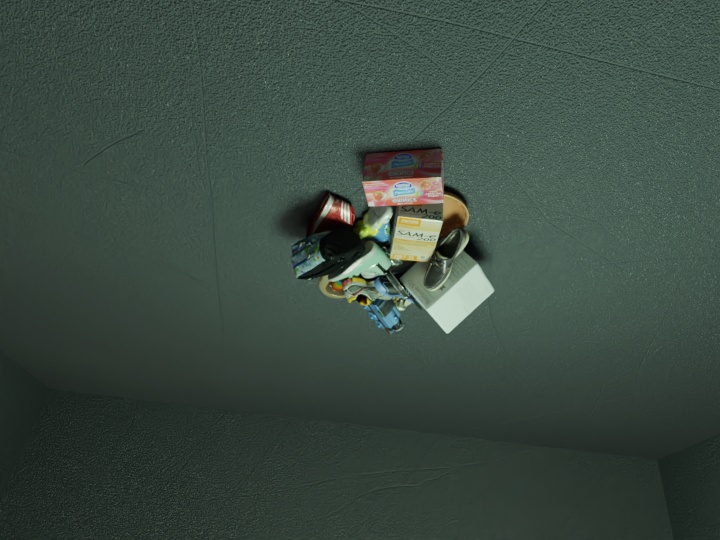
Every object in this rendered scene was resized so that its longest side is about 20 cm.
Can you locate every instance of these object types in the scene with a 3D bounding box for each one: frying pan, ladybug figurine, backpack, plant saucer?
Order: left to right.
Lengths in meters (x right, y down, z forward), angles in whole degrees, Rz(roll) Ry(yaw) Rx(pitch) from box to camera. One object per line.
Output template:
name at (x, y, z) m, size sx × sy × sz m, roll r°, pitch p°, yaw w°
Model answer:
backpack at (-0.114, -0.045, 1.486) m, size 0.162 × 0.155 × 0.200 m, roll -19°, pitch 161°, yaw -48°
ladybug figurine at (-0.068, 0.025, 1.715) m, size 0.134 × 0.073 × 0.200 m, roll 16°, pitch 148°, yaw -16°
frying pan at (0.124, 0.053, 1.596) m, size 0.031 × 0.115 × 0.190 m, roll -36°, pitch 145°, yaw 3°
plant saucer at (0.206, -0.163, 1.455) m, size 0.197 × 0.038 × 0.201 m, roll 5°, pitch 147°, yaw 3°

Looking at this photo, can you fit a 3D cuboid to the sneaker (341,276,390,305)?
sneaker at (0.024, 0.080, 1.665) m, size 0.198 × 0.083 × 0.078 m, roll 8°, pitch 148°, yaw -36°

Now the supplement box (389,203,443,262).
supplement box at (0.154, -0.110, 1.444) m, size 0.124 × 0.074 × 0.201 m, roll 6°, pitch 147°, yaw 1°

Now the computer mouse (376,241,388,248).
computer mouse at (0.040, -0.061, 1.652) m, size 0.058 × 0.034 × 0.201 m, roll 2°, pitch 144°, yaw -27°

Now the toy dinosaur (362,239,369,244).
toy dinosaur at (-0.026, -0.054, 1.602) m, size 0.087 × 0.048 × 0.200 m, roll 6°, pitch 170°, yaw -13°

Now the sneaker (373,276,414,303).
sneaker at (0.137, 0.047, 1.663) m, size 0.198 × 0.071 × 0.078 m, roll 16°, pitch 131°, yaw -35°

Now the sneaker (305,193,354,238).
sneaker at (-0.085, -0.134, 1.515) m, size 0.114 × 0.079 × 0.200 m, roll 19°, pitch 146°, yaw -16°

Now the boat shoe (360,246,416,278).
boat shoe at (0.085, -0.038, 1.617) m, size 0.199 × 0.075 × 0.086 m, roll -12°, pitch 147°, yaw 10°

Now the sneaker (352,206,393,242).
sneaker at (0.062, -0.137, 1.495) m, size 0.104 × 0.077 × 0.199 m, roll 12°, pitch 161°, yaw -26°

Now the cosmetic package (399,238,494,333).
cosmetic package at (0.263, 0.043, 1.565) m, size 0.200 × 0.168 × 0.166 m, roll -43°, pitch 136°, yaw 2°

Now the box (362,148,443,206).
box at (0.111, -0.235, 1.303) m, size 0.197 × 0.104 × 0.095 m, roll 0°, pitch 147°, yaw 13°

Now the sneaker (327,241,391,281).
sneaker at (0.000, 0.000, 1.546) m, size 0.199 × 0.074 × 0.118 m, roll -29°, pitch 132°, yaw 30°

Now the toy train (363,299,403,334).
toy train at (0.084, 0.149, 1.860) m, size 0.114 × 0.087 × 0.201 m, roll 16°, pitch 148°, yaw 51°

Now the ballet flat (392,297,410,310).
ballet flat at (0.154, 0.105, 1.851) m, size 0.075 × 0.065 × 0.200 m, roll 16°, pitch 147°, yaw -13°

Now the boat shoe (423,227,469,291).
boat shoe at (0.234, -0.036, 1.454) m, size 0.072 × 0.201 × 0.065 m, roll 38°, pitch -171°, yaw 29°

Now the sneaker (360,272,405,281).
sneaker at (0.084, 0.028, 1.734) m, size 0.197 × 0.074 × 0.082 m, roll -3°, pitch 145°, yaw 14°
